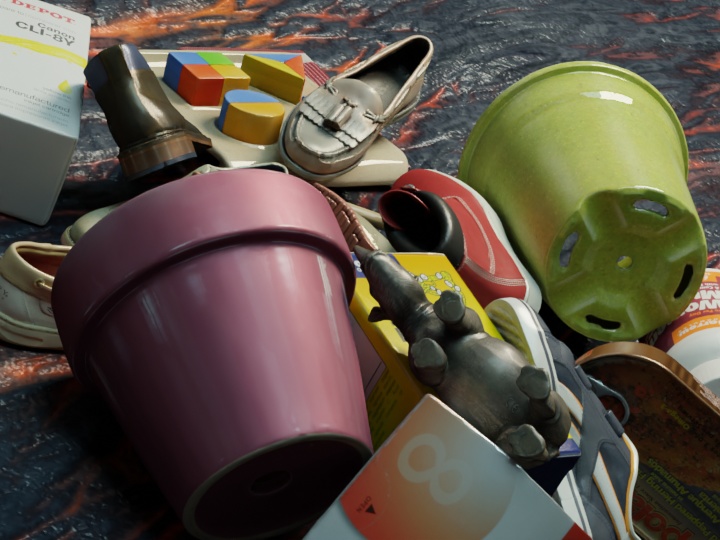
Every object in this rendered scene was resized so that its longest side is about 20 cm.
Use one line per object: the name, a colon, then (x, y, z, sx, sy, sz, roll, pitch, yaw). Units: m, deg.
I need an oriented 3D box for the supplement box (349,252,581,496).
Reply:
supplement box: (0.041, 0.093, 1.399, 0.109, 0.109, 0.201, 0, 43, -38)

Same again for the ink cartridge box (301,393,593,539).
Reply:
ink cartridge box: (0.064, 0.197, 1.226, 0.199, 0.162, 0.050, 37, -11, 24)

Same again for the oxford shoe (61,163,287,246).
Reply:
oxford shoe: (-0.136, -0.046, 1.519, 0.199, 0.074, 0.071, -17, 53, -47)

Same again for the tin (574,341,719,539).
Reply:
tin: (0.223, 0.136, 1.466, 0.200, 0.112, 0.042, 41, 19, -2)

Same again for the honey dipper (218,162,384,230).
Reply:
honey dipper: (-0.023, -0.053, 1.685, 0.198, 0.038, 0.038, 19, 29, -4)

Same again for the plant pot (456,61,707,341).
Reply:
plant pot: (0.189, -0.041, 1.629, 0.199, 0.202, 0.185, 17, 21, -15)

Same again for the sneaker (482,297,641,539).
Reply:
sneaker: (0.139, 0.115, 1.426, 0.079, 0.078, 0.202, -6, 78, -33)

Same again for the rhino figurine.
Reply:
rhino figurine: (0.059, 0.052, 1.302, 0.200, 0.060, 0.088, 44, -4, 23)

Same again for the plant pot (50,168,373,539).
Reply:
plant pot: (-0.080, 0.065, 1.303, 0.199, 0.200, 0.180, 1, 52, -37)

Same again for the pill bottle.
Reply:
pill bottle: (0.277, 0.082, 1.591, 0.109, 0.110, 0.200, 22, 20, -6)

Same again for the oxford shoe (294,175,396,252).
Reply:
oxford shoe: (0.000, 0.000, 1.598, 0.200, 0.071, 0.074, 45, 11, 29)

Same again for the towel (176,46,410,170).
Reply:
towel: (-0.062, -0.137, 1.801, 0.143, 0.023, 0.200, -1, 37, -36)

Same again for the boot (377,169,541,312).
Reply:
boot: (0.048, -0.045, 1.565, 0.144, 0.072, 0.200, 38, 9, -38)

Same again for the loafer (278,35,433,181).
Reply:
loafer: (-0.001, -0.140, 1.662, 0.072, 0.063, 0.200, 38, 37, 7)

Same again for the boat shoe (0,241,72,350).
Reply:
boat shoe: (-0.165, 0.015, 1.419, 0.199, 0.070, 0.074, 2, 37, -35)

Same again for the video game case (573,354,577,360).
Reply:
video game case: (0.139, 0.118, 1.546, 0.143, 0.018, 0.199, 40, 32, 26)

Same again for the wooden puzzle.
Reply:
wooden puzzle: (-0.076, -0.140, 1.720, 0.184, 0.047, 0.200, -3, 35, -37)

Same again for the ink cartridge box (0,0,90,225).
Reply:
ink cartridge box: (-0.288, -0.139, 1.559, 0.144, 0.084, 0.201, 17, 30, -14)

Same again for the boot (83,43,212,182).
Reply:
boot: (-0.163, -0.125, 1.561, 0.074, 0.098, 0.200, -21, 5, -2)
